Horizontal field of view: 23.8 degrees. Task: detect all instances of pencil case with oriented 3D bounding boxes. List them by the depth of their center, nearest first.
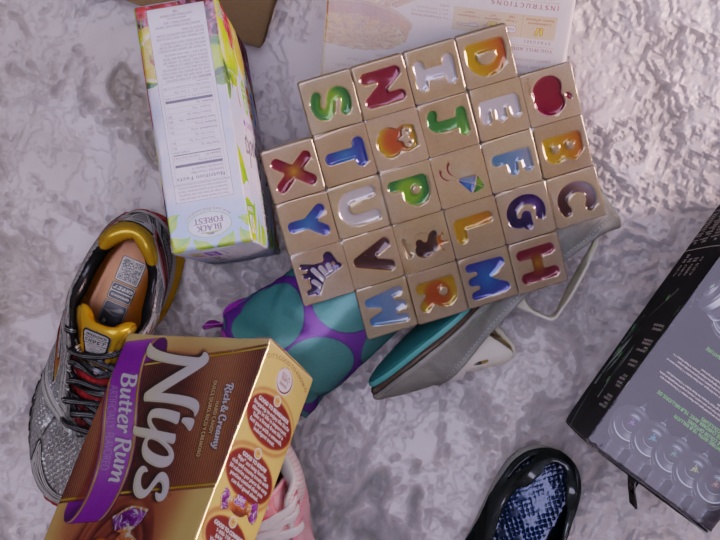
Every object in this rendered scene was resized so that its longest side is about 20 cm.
[{"bbox_3d":[0.000,0.000,1.100,0.200,0.085,0.092,-44,89,2],"label":"pencil case"}]

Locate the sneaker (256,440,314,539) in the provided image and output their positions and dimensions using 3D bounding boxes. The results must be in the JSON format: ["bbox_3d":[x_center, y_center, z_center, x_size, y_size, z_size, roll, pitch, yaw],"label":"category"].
[{"bbox_3d":[-0.064,0.176,1.091,0.075,0.105,0.202,-10,90,1],"label":"sneaker"}]

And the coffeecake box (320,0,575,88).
[{"bbox_3d":[0.058,-0.189,1.057,0.152,0.073,0.201,7,126,2],"label":"coffeecake box"}]

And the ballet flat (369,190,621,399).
[{"bbox_3d":[0.091,0.024,1.107,0.064,0.067,0.200,42,92,-8],"label":"ballet flat"}]

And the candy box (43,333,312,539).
[{"bbox_3d":[-0.116,0.136,1.007,0.116,0.056,0.201,0,60,36],"label":"candy box"}]

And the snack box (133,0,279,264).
[{"bbox_3d":[-0.091,-0.079,1.047,0.053,0.200,0.143,-8,89,2],"label":"snack box"}]

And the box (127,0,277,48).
[{"bbox_3d":[-0.113,-0.263,1.099,0.162,0.021,0.201,20,117,4],"label":"box"}]

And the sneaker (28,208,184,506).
[{"bbox_3d":[-0.174,0.055,1.107,0.077,0.082,0.201,14,90,3],"label":"sneaker"}]

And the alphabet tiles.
[{"bbox_3d":[0.046,-0.053,1.048,0.199,0.006,0.168,-16,104,-5],"label":"alphabet tiles"}]

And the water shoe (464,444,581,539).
[{"bbox_3d":[0.084,0.207,1.095,0.071,0.079,0.201,19,90,3],"label":"water shoe"}]

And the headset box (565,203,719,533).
[{"bbox_3d":[0.215,0.056,1.045,0.093,0.174,0.200,36,90,3],"label":"headset box"}]
